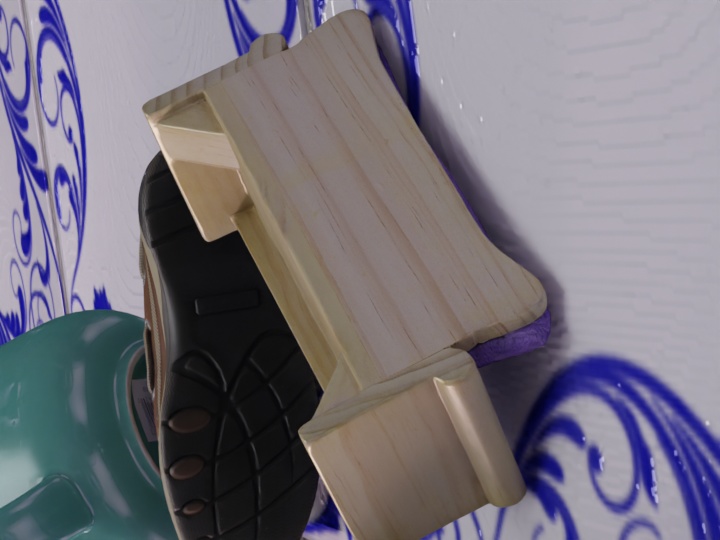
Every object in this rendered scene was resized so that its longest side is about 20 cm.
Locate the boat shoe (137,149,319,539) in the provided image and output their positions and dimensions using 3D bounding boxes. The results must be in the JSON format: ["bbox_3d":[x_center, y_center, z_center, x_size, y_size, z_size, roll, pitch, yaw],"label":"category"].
[{"bbox_3d":[-0.063,0.041,0.963,0.074,0.075,0.201,153,113,-75],"label":"boat shoe"}]

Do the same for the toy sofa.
[{"bbox_3d":[0.000,0.000,0.786,0.200,0.097,0.083,60,175,42],"label":"toy sofa"}]

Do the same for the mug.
[{"bbox_3d":[-0.126,0.107,1.007,0.114,0.152,0.185,-28,36,27],"label":"mug"}]
